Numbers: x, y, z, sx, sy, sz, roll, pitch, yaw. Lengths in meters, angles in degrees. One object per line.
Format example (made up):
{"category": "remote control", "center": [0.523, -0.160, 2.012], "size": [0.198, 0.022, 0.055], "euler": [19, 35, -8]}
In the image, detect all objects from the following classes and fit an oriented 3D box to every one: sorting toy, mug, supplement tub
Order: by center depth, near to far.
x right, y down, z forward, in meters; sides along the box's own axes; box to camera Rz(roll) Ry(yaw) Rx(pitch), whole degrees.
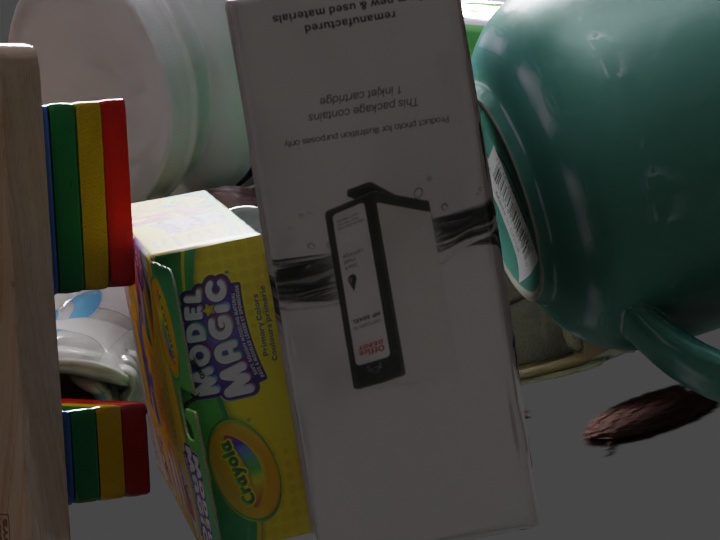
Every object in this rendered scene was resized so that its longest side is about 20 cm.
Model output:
{"category": "sorting toy", "center": [-0.160, 0.019, 1.101], "size": [0.069, 0.202, 0.198], "euler": [-5, 2, -40]}
{"category": "mug", "center": [0.111, -0.040, 1.103], "size": [0.114, 0.153, 0.185], "euler": [-18, 28, -10]}
{"category": "supplement tub", "center": [-0.065, -0.113, 1.446], "size": [0.140, 0.141, 0.199], "euler": [-3, 12, 46]}

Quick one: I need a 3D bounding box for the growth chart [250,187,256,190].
{"category": "growth chart", "center": [0.029, -0.046, 1.423], "size": [0.199, 0.018, 0.144], "euler": [-3, 14, 42]}

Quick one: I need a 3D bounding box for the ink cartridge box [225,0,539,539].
{"category": "ink cartridge box", "center": [0.009, -0.011, 1.038], "size": [0.084, 0.202, 0.146], "euler": [-9, 9, 2]}

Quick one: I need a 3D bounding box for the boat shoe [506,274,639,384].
{"category": "boat shoe", "center": [0.067, 0.017, 1.217], "size": [0.199, 0.074, 0.063], "euler": [-13, 16, 12]}

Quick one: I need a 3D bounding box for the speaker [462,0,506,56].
{"category": "speaker", "center": [0.075, -0.079, 1.289], "size": [0.199, 0.089, 0.088], "euler": [9, 20, 38]}

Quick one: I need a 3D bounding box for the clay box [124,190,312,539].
{"category": "clay box", "center": [-0.058, 0.037, 1.102], "size": [0.047, 0.116, 0.200], "euler": [-12, 9, -9]}

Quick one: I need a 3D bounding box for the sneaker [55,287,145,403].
{"category": "sneaker", "center": [-0.129, 0.055, 1.266], "size": [0.080, 0.077, 0.200], "euler": [19, 18, 25]}

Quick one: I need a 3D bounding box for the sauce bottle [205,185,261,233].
{"category": "sauce bottle", "center": [-0.060, -0.006, 1.305], "size": [0.066, 0.067, 0.200], "euler": [-13, 3, -8]}
